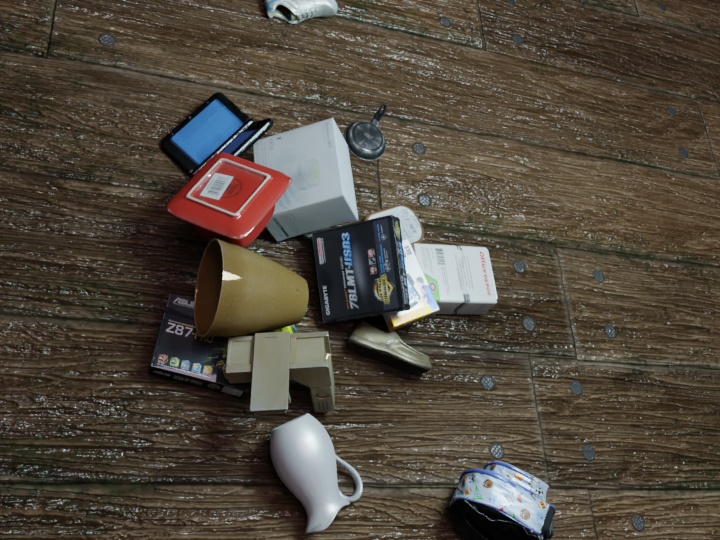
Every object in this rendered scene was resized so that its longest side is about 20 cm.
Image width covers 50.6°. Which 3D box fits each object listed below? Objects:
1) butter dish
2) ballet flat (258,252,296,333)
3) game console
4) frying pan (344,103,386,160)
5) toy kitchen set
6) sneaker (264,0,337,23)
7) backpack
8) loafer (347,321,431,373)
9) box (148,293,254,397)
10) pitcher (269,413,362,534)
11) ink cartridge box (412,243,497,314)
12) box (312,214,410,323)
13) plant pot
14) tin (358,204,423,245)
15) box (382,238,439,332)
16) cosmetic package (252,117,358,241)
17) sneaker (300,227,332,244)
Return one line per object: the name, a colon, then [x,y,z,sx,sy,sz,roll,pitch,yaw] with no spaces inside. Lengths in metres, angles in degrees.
butter dish: [-0.259,-0.119,1.561,0.196,0.149,0.201,21,54,19]
ballet flat: [-0.203,0.060,1.616,0.066,0.067,0.203,-25,77,-7]
game console: [-0.320,-0.304,1.695,0.200,0.175,0.117,-48,115,-19]
frying pan: [0.040,-0.351,1.941,0.189,0.031,0.115,-37,84,-30]
toy kitchen set: [-0.153,0.240,1.492,0.195,0.182,0.166,-3,52,1]
sneaker: [-0.156,-0.690,2.005,0.195,0.077,0.083,4,72,-14]
backpack: [0.280,0.476,1.540,0.187,0.201,0.156,23,53,-2]
loafer: [0.070,0.167,1.665,0.197,0.076,0.069,23,64,-11]
box: [-0.309,0.152,1.530,0.196,0.049,0.164,17,56,-14]
pitcher: [-0.082,0.381,1.484,0.170,0.120,0.203,-18,82,-51]
ink cartridge box: [0.208,0.022,1.789,0.196,0.084,0.148,3,64,-21]
box: [0.000,0.000,1.633,0.050,0.195,0.205,10,72,-66]
plant pot: [-0.210,0.049,1.505,0.196,0.186,0.190,10,61,-27]
tin: [0.073,-0.093,1.791,0.198,0.042,0.113,-21,75,-44]
box: [0.081,0.020,1.676,0.117,0.042,0.203,-18,76,-20]
cosmetic package: [-0.122,-0.199,1.683,0.196,0.123,0.203,-14,64,10]
sneaker: [-0.084,-0.148,1.761,0.078,0.074,0.203,25,58,-3]
